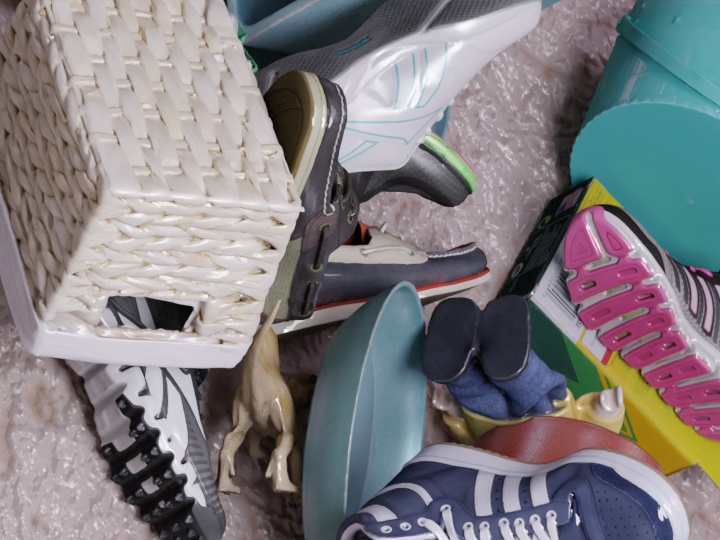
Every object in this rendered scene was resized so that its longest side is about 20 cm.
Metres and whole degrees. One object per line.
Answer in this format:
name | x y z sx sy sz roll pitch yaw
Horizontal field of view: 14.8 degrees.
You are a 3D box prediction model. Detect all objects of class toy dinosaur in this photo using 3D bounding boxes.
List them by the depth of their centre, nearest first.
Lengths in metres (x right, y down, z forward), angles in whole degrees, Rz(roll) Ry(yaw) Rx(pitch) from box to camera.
toy dinosaur | -0.057 0.079 1.609 0.200 0.058 0.102 57 36 -73

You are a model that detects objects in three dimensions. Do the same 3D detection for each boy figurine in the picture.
boy figurine | 0.112 0.087 1.742 0.200 0.123 0.065 47 45 -52

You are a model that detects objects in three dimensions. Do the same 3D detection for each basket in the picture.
basket | -0.128 -0.060 1.541 0.135 0.124 0.201 4 43 -28

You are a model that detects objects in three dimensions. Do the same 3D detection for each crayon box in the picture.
crayon box | 0.187 0.052 1.884 0.200 0.051 0.127 46 47 -15

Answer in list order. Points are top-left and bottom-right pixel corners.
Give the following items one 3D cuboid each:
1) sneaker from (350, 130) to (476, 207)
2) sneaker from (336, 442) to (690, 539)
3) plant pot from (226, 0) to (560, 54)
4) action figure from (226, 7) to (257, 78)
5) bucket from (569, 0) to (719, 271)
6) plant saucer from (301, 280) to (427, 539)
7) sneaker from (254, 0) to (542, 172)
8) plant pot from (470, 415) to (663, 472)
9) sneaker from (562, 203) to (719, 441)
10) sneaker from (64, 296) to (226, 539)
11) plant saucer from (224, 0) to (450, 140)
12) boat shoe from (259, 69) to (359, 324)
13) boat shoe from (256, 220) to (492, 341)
sneaker | -0.027 -0.063 1.709 0.198 0.077 0.084 10 88 -12
sneaker | 0.075 0.147 1.501 0.108 0.199 0.071 -33 115 -41
plant pot | 0.045 -0.241 1.771 0.199 0.195 0.198 15 60 -44
action figure | -0.135 -0.175 1.664 0.200 0.055 0.118 42 56 9
bucket | 0.249 -0.092 1.911 0.207 0.207 0.135 44 51 -16
plant saucer | 0.000 0.104 1.638 0.200 0.036 0.202 6 90 -77
sneaker | 0.022 -0.111 1.655 0.199 0.070 0.081 -28 120 -13
plant pot | 0.104 0.204 1.649 0.201 0.200 0.196 43 39 -17
sneaker | 0.208 0.021 1.832 0.200 0.074 0.088 47 47 -20
sneaker | -0.116 0.061 1.591 0.090 0.066 0.201 -28 88 -36
plant saucer | -0.024 -0.141 1.807 0.199 0.027 0.202 20 57 -34
boat shoe | -0.033 -0.039 1.583 0.065 0.201 0.072 0 51 -19
boat shoe | 0.000 0.000 1.730 0.199 0.071 0.063 -11 81 -38
